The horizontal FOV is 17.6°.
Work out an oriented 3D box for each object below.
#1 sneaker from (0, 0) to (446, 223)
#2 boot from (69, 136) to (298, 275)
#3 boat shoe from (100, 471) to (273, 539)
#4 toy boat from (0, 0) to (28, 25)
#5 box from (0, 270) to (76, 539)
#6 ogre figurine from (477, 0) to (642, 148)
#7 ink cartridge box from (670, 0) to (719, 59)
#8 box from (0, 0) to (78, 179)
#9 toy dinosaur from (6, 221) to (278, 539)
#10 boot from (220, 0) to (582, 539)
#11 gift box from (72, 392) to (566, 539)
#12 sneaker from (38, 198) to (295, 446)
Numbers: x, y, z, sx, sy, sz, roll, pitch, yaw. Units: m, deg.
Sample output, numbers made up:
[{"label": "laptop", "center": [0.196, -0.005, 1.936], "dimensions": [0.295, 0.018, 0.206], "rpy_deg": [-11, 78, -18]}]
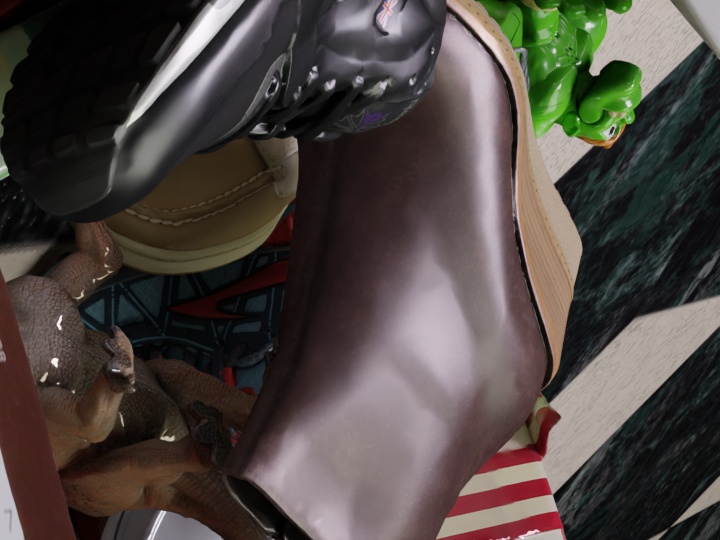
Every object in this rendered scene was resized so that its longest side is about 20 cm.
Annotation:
[{"label": "sneaker", "center": [-0.015, -0.064, 0.604], "dimensions": [0.076, 0.088, 0.200], "rpy_deg": [-19, -152, 38]}, {"label": "boot", "center": [-0.019, -0.092, 0.847], "dimensions": [0.200, 0.073, 0.156], "rpy_deg": [-33, 158, -46]}, {"label": "boat shoe", "center": [-0.039, 0.069, 0.955], "dimensions": [0.200, 0.074, 0.065], "rpy_deg": [-56, -178, -28]}, {"label": "toy boat", "center": [-0.064, -0.133, 0.547], "dimensions": [0.200, 0.131, 0.130], "rpy_deg": [-56, 161, 23]}, {"label": "box", "center": [-0.187, 0.100, 0.561], "dimensions": [0.200, 0.165, 0.166], "rpy_deg": [-21, 172, 23]}, {"label": "ogre figurine", "center": [0.081, -0.113, 1.019], "dimensions": [0.120, 0.098, 0.200], "rpy_deg": [103, -4, -46]}, {"label": "ink cartridge box", "center": [0.178, -0.195, 0.882], "dimensions": [0.200, 0.146, 0.084], "rpy_deg": [-34, -151, 9]}, {"label": "box", "center": [-0.101, -0.049, 0.673], "dimensions": [0.144, 0.036, 0.200], "rpy_deg": [-24, -170, 42]}, {"label": "toy dinosaur", "center": [-0.108, 0.048, 0.803], "dimensions": [0.135, 0.200, 0.086], "rpy_deg": [-32, -152, 31]}, {"label": "boot", "center": [0.000, 0.000, 0.766], "dimensions": [0.200, 0.072, 0.167], "rpy_deg": [53, 54, -36]}, {"label": "gift box", "center": [0.004, 0.141, 1.074], "dimensions": [0.186, 0.185, 0.200], "rpy_deg": [-6, 165, -37]}, {"label": "sneaker", "center": [-0.052, 0.029, 0.896], "dimensions": [0.200, 0.096, 0.079], "rpy_deg": [-19, 130, 5]}]
